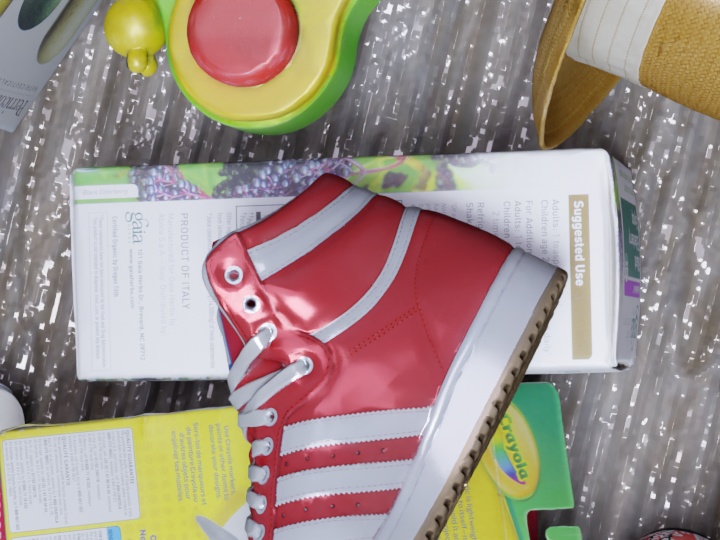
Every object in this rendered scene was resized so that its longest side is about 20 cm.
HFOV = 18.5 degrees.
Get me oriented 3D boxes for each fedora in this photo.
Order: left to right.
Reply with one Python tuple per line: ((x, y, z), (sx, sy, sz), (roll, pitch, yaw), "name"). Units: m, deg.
((0.135, -0.112, 0.732), (0.082, 0.201, 0.201), (33, 96, 12), "fedora")

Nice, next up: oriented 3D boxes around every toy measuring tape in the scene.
((0.000, -0.086, 0.825), (0.200, 0.074, 0.074), (-1, 89, 13), "toy measuring tape")

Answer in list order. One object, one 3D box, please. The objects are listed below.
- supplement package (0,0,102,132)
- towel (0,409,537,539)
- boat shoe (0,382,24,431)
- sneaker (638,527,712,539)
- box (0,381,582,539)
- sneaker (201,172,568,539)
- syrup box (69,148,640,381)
((-0.154, -0.179, 0.817), (0.151, 0.152, 0.200), (37, 96, 10), "supplement package")
((-0.029, 0.120, 0.805), (0.200, 0.022, 0.145), (-4, 75, -7), "towel")
((-0.198, 0.126, 0.867), (0.068, 0.072, 0.200), (24, 101, 33), "boat shoe")
((0.165, 0.165, 0.761), (0.201, 0.108, 0.067), (37, 97, 10), "sneaker")
((-0.021, 0.104, 0.775), (0.200, 0.048, 0.117), (-6, 75, -5), "box")
((-0.025, 0.062, 0.728), (0.112, 0.071, 0.200), (28, 74, 7), "sneaker")
((0.000, 0.000, 0.816), (0.200, 0.079, 0.082), (-3, 88, 12), "syrup box")
